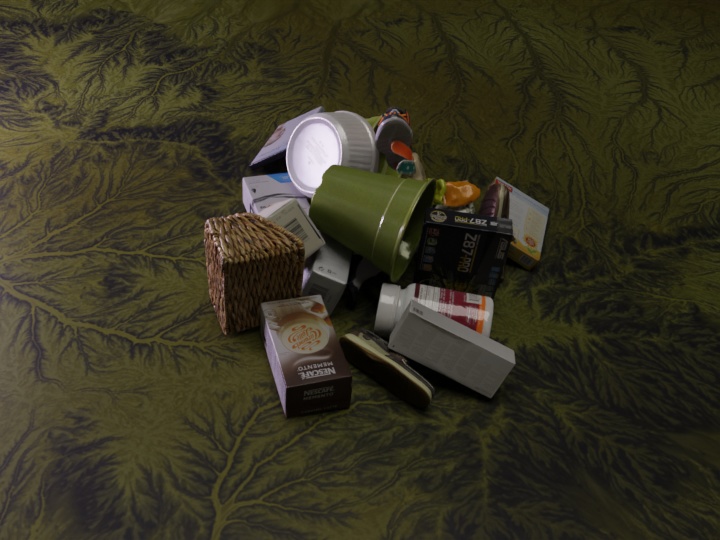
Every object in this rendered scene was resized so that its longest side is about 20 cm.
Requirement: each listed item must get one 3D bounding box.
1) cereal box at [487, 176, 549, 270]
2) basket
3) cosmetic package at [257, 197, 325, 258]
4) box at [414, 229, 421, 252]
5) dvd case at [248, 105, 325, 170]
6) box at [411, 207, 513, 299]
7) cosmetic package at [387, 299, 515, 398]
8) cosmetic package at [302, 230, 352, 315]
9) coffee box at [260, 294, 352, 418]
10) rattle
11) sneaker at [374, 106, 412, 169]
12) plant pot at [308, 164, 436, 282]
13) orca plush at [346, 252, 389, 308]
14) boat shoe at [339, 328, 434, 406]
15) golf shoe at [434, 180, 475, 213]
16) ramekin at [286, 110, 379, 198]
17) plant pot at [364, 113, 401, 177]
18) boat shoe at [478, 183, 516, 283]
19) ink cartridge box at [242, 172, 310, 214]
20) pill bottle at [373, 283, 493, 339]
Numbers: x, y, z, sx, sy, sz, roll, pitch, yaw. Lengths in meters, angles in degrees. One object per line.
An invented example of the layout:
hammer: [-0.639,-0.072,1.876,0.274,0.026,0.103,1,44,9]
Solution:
cereal box: [0.327,-0.104,1.648,0.144,0.040,0.200,31,41,-4]
basket: [-0.191,-0.007,1.370,0.148,0.200,0.143,-13,46,-19]
cosmetic package: [-0.143,-0.071,1.441,0.071,0.105,0.200,-37,13,-13]
box: [0.122,-0.080,1.547,0.199,0.117,0.060,21,77,20]
dvd case: [-0.171,-0.312,1.808,0.142,0.018,0.200,-17,30,29]
box: [0.185,-0.021,1.439,0.161,0.200,0.049,8,45,0]
cosmetic package: [0.154,0.132,1.300,0.199,0.083,0.051,27,24,-5]
cosmetic package: [-0.063,-0.019,1.469,0.074,0.102,0.200,23,41,-10]
coffee box: [-0.095,0.141,1.304,0.114,0.080,0.200,-8,43,-17]
rattle: [0.154,-0.192,1.556,0.142,0.200,0.131,2,49,20]
sneaker: [0.065,-0.293,1.567,0.077,0.200,0.112,-8,71,4]
plant pot: [0.013,-0.104,1.404,0.189,0.201,0.200,22,43,12]
orca plush: [0.000,0.000,1.517,0.105,0.071,0.200,44,42,-26]
boat shoe: [0.053,0.156,1.314,0.200,0.073,0.065,33,52,27]
golf shoe: [0.202,-0.110,1.663,0.097,0.078,0.200,-13,38,10]
ramekin: [-0.067,-0.234,1.590,0.202,0.203,0.094,39,25,32]
plant pot: [-0.024,-0.262,1.719,0.184,0.201,0.200,14,40,26]
boat shoe: [0.273,-0.070,1.531,0.075,0.203,0.075,8,11,-18]
ink cartridge box: [-0.168,-0.120,1.607,0.115,0.067,0.200,-9,43,-19]
pill bottle: [0.129,0.087,1.373,0.199,0.114,0.114,10,41,4]
